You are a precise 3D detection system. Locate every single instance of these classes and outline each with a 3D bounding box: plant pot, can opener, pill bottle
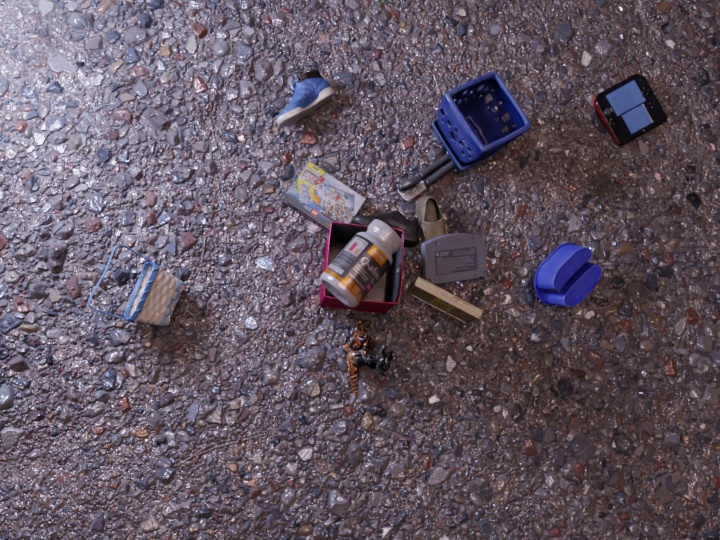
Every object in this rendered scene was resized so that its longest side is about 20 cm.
[{"bbox_3d":[0.330,-0.414,1.799,0.199,0.180,0.201,-30,84,-22],"label":"plant pot"},{"bbox_3d":[0.194,-0.271,1.827,0.199,0.066,0.053,-35,86,-17],"label":"can opener"},{"bbox_3d":[0.005,-0.019,1.523,0.116,0.116,0.200,40,78,2],"label":"pill bottle"}]

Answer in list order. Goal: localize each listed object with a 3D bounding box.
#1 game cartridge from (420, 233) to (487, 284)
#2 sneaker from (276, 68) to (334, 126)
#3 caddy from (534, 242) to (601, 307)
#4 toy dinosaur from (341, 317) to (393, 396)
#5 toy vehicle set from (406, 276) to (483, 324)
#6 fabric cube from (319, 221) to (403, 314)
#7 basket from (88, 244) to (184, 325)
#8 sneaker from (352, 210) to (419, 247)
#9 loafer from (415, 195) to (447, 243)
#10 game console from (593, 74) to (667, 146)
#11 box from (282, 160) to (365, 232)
[{"bbox_3d":[0.262,-0.036,1.768,0.198,0.040,0.135,-6,100,-21],"label":"game cartridge"},{"bbox_3d":[-0.181,-0.505,1.815,0.199,0.077,0.112,-37,91,-16],"label":"sneaker"},{"bbox_3d":[0.586,0.013,1.799,0.200,0.105,0.142,-42,109,-13],"label":"caddy"},{"bbox_3d":[0.011,0.233,1.702,0.134,0.102,0.203,5,92,18],"label":"toy dinosaur"},{"bbox_3d":[0.228,0.085,1.727,0.198,0.124,0.027,28,77,-1],"label":"toy vehicle set"},{"bbox_3d":[0.000,0.000,1.679,0.197,0.199,0.199,6,77,-6],"label":"fabric cube"},{"bbox_3d":[-0.572,0.053,1.617,0.199,0.139,0.178,32,74,-31],"label":"basket"},{"bbox_3d":[0.074,-0.130,1.785,0.198,0.076,0.092,15,71,-13],"label":"sneaker"},{"bbox_3d":[0.207,-0.120,1.792,0.075,0.067,0.202,-18,84,-10],"label":"loafer"},{"bbox_3d":[0.842,-0.504,1.967,0.199,0.031,0.178,-28,83,-11],"label":"game console"},{"bbox_3d":[-0.103,-0.198,1.786,0.199,0.038,0.137,34,77,0],"label":"box"}]
